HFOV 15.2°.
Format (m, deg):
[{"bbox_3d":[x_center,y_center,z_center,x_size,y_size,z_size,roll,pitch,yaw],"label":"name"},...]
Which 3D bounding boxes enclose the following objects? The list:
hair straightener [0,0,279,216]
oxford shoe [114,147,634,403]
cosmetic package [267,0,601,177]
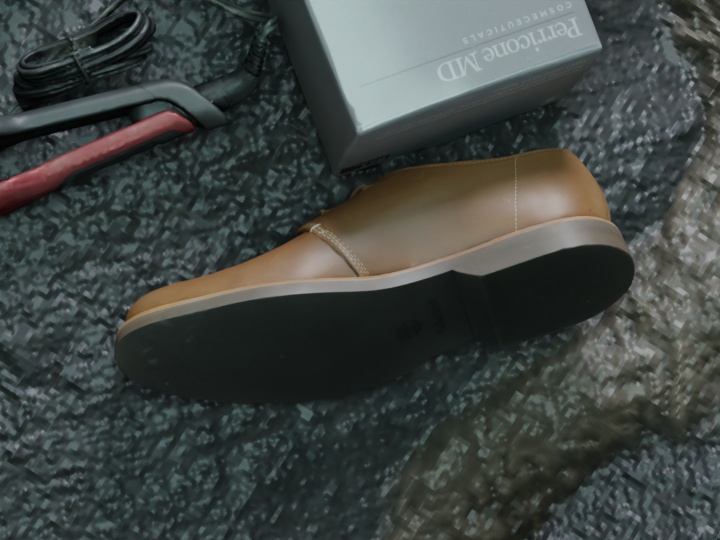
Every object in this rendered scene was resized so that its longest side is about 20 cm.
[{"bbox_3d":[-0.127,-0.067,1.038,0.200,0.041,0.077,-23,84,0],"label":"hair straightener"},{"bbox_3d":[0.000,0.000,1.041,0.199,0.071,0.071,-13,55,-6],"label":"oxford shoe"},{"bbox_3d":[0.006,-0.148,1.042,0.107,0.090,0.200,-22,81,-10],"label":"cosmetic package"}]
